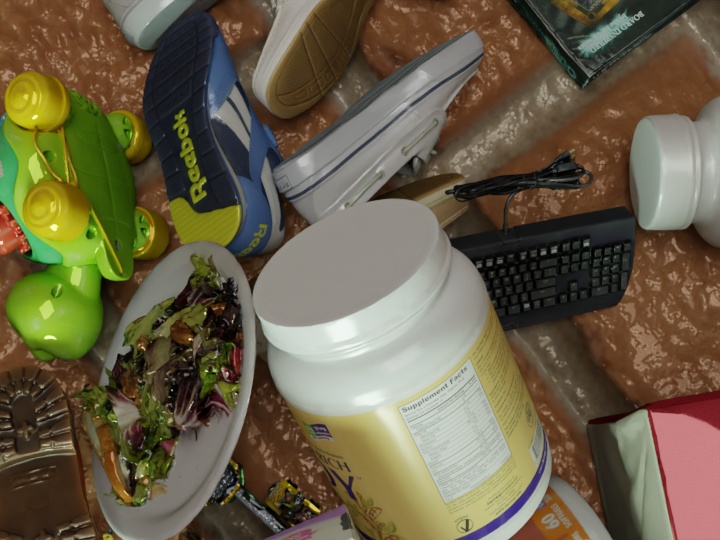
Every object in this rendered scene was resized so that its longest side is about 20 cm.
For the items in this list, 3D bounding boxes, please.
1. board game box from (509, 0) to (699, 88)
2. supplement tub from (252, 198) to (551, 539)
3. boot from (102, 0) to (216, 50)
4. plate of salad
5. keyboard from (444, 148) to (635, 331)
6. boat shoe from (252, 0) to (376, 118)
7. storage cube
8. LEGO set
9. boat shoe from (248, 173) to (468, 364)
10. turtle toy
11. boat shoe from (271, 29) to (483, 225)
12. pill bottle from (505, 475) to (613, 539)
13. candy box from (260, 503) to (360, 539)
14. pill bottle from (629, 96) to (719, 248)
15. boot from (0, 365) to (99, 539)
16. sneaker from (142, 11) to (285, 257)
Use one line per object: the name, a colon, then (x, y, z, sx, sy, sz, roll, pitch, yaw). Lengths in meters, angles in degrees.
board game box: (0.211, -0.254, 0.856, 0.199, 0.028, 0.136, -36, 82, -8)
supplement tub: (0.028, 0.072, 0.689, 0.144, 0.145, 0.201, -30, 119, -7)
boot: (-0.120, -0.265, 0.824, 0.199, 0.074, 0.096, -37, 81, -1)
plate of salad: (-0.134, 0.075, 0.707, 0.048, 0.199, 0.203, 20, 76, -36)
keyboard: (0.105, -0.014, 0.766, 0.197, 0.021, 0.129, -12, 113, -15)
boat shoe: (-0.035, -0.204, 0.825, 0.069, 0.071, 0.201, 19, 67, 25)
storage cube: (0.266, 0.167, 0.704, 0.177, 0.171, 0.203, -8, 80, -2)
LEGO set: (-0.109, 0.216, 0.712, 0.200, 0.116, 0.154, -42, 82, -8)
boat shoe: (0.000, 0.000, 0.788, 0.199, 0.074, 0.070, -31, 105, -8)
turtle toy: (-0.211, -0.038, 0.760, 0.100, 0.146, 0.203, -15, 78, 18)
boat shoe: (0.024, -0.101, 0.804, 0.199, 0.073, 0.067, -39, 105, -17)
pill bottle: (0.077, 0.233, 0.716, 0.199, 0.112, 0.113, -31, 81, -7)
candy box: (-0.046, 0.263, 0.617, 0.166, 0.072, 0.202, -21, 95, -3)
pill bottle: (0.302, -0.072, 0.781, 0.197, 0.111, 0.112, -1, 79, -2)
boot: (-0.205, 0.175, 0.713, 0.074, 0.108, 0.202, -6, 63, -10)
sneaker: (-0.105, -0.097, 0.801, 0.073, 0.082, 0.202, -26, 65, 30)
